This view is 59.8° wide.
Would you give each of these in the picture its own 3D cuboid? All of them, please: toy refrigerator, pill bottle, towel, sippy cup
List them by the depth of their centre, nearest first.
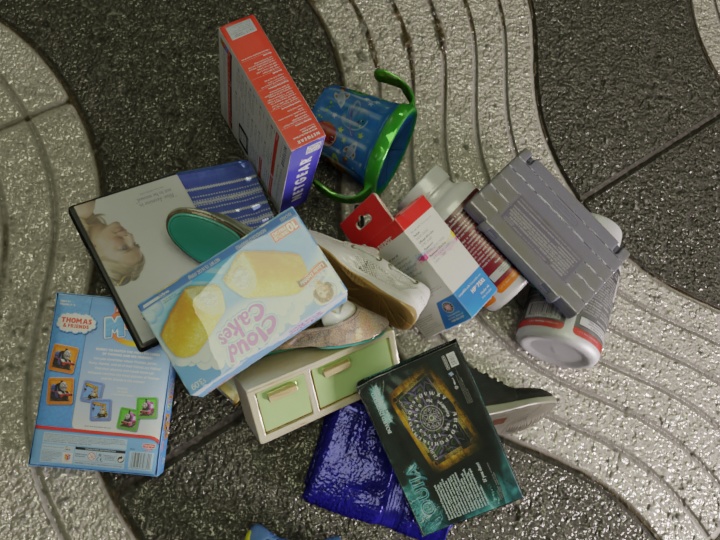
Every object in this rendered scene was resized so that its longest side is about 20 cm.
[{"bbox_3d":[-0.050,0.132,0.780,0.198,0.070,0.077,-19,112,-22],"label":"toy refrigerator"},{"bbox_3d":[0.038,0.251,0.802,0.198,0.050,0.149,19,70,-5],"label":"towel"},{"bbox_3d":[-0.174,-0.055,0.833,0.143,0.024,0.202,-16,69,-31],"label":"towel"},{"bbox_3d":[0.152,-0.049,0.882,0.200,0.113,0.113,44,70,3],"label":"pill bottle"},{"bbox_3d":[0.302,0.026,0.889,0.115,0.116,0.202,25,70,-3],"label":"pill bottle"},{"bbox_3d":[-0.004,-0.195,0.893,0.129,0.141,0.178,28,45,9],"label":"sippy cup"}]

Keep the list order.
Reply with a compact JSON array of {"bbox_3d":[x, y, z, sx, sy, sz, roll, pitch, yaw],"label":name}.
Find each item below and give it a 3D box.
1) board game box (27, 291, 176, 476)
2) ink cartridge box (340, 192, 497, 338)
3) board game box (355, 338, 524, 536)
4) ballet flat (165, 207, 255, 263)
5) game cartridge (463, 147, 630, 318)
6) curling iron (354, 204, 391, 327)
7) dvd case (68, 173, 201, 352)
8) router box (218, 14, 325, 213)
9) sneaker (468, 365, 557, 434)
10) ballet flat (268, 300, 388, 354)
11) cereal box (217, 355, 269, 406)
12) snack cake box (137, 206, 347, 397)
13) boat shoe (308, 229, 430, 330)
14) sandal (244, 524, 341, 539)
[{"bbox_3d":[-0.301,0.134,0.751,0.149,0.037,0.203,6,82,-2],"label":"board game box"},{"bbox_3d":[0.073,-0.018,0.837,0.067,0.116,0.201,-39,92,-33],"label":"ink cartridge box"},{"bbox_3d":[0.094,0.201,0.752,0.134,0.028,0.202,-24,92,8],"label":"board game box"},{"bbox_3d":[-0.142,-0.026,0.775,0.198,0.064,0.068,26,114,-13],"label":"ballet flat"},{"bbox_3d":[0.243,-0.050,0.824,0.129,0.038,0.200,-41,84,-15],"label":"game cartridge"},{"bbox_3d":[0.008,0.005,0.883,0.049,0.026,0.203,-5,75,-16],"label":"curling iron"},{"bbox_3d":[-0.245,-0.017,0.763,0.142,0.018,0.201,-25,75,-31],"label":"dvd case"},{"bbox_3d":[-0.123,-0.194,0.825,0.048,0.200,0.181,-28,82,-18],"label":"router box"},{"bbox_3d":[0.170,0.160,0.845,0.198,0.075,0.107,1,45,-28],"label":"sneaker"},{"bbox_3d":[-0.065,0.061,0.760,0.197,0.068,0.068,-9,114,-2],"label":"ballet flat"},{"bbox_3d":[-0.186,0.055,0.820,0.200,0.040,0.144,42,69,4],"label":"cereal box"},{"bbox_3d":[-0.126,0.036,0.696,0.199,0.067,0.116,-34,81,-9],"label":"snack cake box"},{"bbox_3d":[0.000,0.000,0.816,0.199,0.071,0.069,33,52,15],"label":"boat shoe"},{"bbox_3d":[-0.047,0.355,0.743,0.199,0.079,0.088,36,66,-8],"label":"sandal"}]
